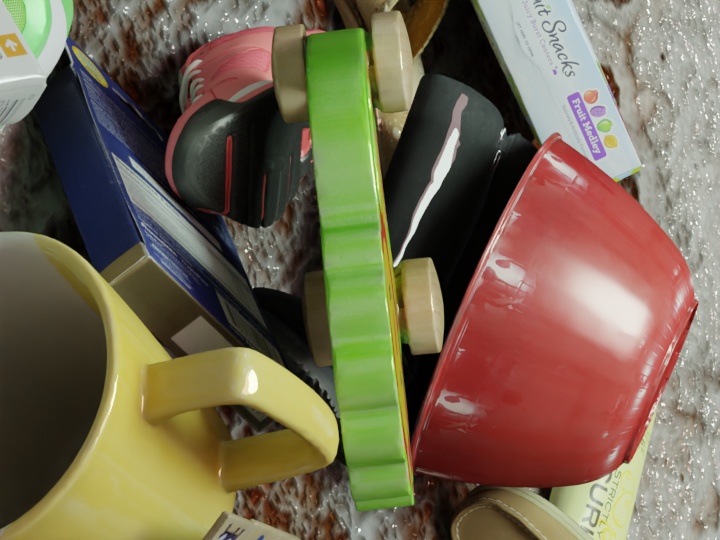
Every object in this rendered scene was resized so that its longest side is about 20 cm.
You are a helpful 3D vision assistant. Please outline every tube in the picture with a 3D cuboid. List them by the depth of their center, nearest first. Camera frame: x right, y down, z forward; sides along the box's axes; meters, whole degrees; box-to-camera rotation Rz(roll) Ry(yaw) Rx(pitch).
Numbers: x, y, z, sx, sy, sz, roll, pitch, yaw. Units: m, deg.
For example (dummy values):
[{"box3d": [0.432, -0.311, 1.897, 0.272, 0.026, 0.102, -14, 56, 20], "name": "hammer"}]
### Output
[{"box3d": [0.137, 0.136, 1.733, 0.058, 0.052, 0.201, 19, 63, -5], "name": "tube"}]

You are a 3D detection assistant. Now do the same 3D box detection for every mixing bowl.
[{"box3d": [0.113, 0.039, 1.585, 0.200, 0.108, 0.201, 24, 90, -80], "name": "mixing bowl"}]

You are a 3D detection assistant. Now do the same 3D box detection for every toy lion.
[{"box3d": [0.000, 0.000, 1.352, 0.192, 0.068, 0.201, -89, 172, -70], "name": "toy lion"}]

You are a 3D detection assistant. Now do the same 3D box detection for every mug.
[{"box3d": [-0.117, 0.088, 1.298, 0.150, 0.186, 0.153, -60, 142, -9], "name": "mug"}]

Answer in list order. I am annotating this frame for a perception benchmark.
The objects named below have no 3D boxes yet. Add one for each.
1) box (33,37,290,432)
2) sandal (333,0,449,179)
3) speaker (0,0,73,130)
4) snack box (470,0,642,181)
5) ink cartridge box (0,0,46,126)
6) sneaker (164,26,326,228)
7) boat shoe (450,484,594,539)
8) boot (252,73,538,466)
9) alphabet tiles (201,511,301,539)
[{"box3d": [-0.097, -0.021, 1.410, 0.121, 0.032, 0.200, 45, 13, -37], "name": "box"}, {"box3d": [0.028, -0.145, 1.641, 0.077, 0.069, 0.213, -2, 82, -54], "name": "sandal"}, {"box3d": [-0.203, -0.074, 1.293, 0.089, 0.088, 0.200, 60, 39, -24], "name": "speaker"}, {"box3d": [0.092, -0.152, 1.691, 0.142, 0.053, 0.201, -106, 170, -72], "name": "snack box"}, {"box3d": [-0.256, -0.131, 1.212, 0.197, 0.047, 0.200, -17, 66, -40], "name": "ink cartridge box"}, {"box3d": [-0.062, -0.077, 1.486, 0.200, 0.086, 0.074, -36, 137, -61], "name": "sneaker"}, {"box3d": [0.113, 0.203, 1.611, 0.200, 0.074, 0.066, 52, 27, 11], "name": "boat shoe"}, {"box3d": [0.012, -0.015, 1.543, 0.201, 0.065, 0.165, -62, 145, -17], "name": "boot"}, {"box3d": [-0.100, 0.192, 1.296, 0.200, 0.006, 0.166, -54, 160, 0], "name": "alphabet tiles"}]
